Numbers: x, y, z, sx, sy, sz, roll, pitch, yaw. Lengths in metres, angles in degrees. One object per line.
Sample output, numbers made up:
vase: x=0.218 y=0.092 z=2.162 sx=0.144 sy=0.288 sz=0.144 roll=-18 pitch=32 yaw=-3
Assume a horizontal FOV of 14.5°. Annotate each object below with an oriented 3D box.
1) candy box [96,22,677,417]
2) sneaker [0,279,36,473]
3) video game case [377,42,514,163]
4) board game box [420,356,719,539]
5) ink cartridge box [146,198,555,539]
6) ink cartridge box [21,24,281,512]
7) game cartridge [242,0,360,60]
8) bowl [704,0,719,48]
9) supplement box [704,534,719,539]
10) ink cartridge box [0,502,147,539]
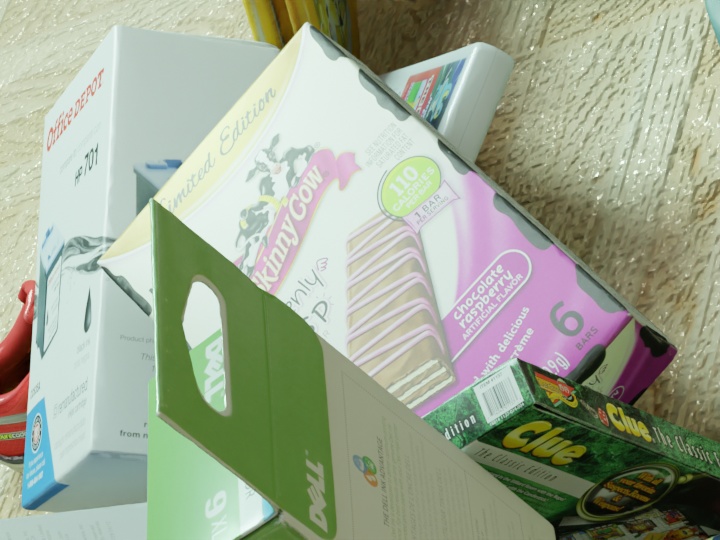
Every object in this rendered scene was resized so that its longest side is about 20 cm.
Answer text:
candy box: x=0.008 y=0.014 z=1.131 sx=0.136 sy=0.061 sz=0.200 roll=-49 pitch=60 yaw=4
sneaker: x=-0.130 y=0.025 z=1.421 sx=0.200 sy=0.085 sz=0.077 roll=-41 pitch=35 yaw=13
video game case: x=0.000 y=0.000 z=1.259 sx=0.200 sy=0.023 sz=0.182 roll=-68 pitch=12 yaw=-6
board game box: x=0.071 y=0.086 z=1.028 sx=0.105 sy=0.200 sz=0.023 roll=-32 pitch=60 yaw=23
ink cartridge box: x=-0.016 y=0.079 z=0.884 sx=0.059 sy=0.200 sz=0.104 roll=-35 pitch=33 yaw=23
ink cartridge box: x=-0.097 y=0.005 z=1.306 sx=0.146 sy=0.086 sz=0.200 roll=142 pitch=131 yaw=-66
game cartridge: x=-0.028 y=-0.148 z=1.401 sx=0.032 sy=0.176 sz=0.200 roll=-7 pitch=44 yaw=9
bowl: x=0.219 y=-0.125 z=1.146 sx=0.201 sy=0.105 sz=0.201 roll=-30 pitch=39 yaw=28
supplement box: x=0.087 y=0.222 z=0.927 sx=0.200 sy=0.134 sz=0.200 roll=-25 pitch=40 yaw=33
ink cartridge box: x=-0.152 y=0.142 z=1.174 sx=0.095 sy=0.200 sz=0.037 roll=111 pitch=148 yaw=-43
